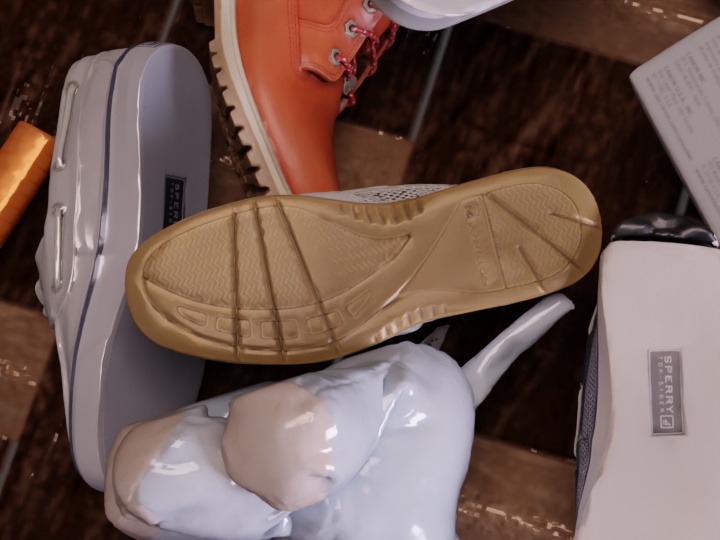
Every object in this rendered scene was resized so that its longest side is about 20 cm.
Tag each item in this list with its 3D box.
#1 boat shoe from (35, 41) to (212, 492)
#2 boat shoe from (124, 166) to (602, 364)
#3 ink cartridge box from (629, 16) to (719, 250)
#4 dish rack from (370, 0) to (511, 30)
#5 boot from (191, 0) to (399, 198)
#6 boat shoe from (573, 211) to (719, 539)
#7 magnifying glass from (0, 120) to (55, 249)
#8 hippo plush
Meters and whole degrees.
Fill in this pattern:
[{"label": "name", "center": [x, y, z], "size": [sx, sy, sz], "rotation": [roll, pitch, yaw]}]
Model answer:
[{"label": "boat shoe", "center": [-0.109, 0.000, 1.193], "size": [0.065, 0.074, 0.200], "rotation": [-2, 74, 35]}, {"label": "boat shoe", "center": [0.000, 0.000, 1.144], "size": [0.200, 0.069, 0.071], "rotation": [-7, 89, -6]}, {"label": "ink cartridge box", "center": [0.234, -0.063, 1.124], "size": [0.200, 0.047, 0.160], "rotation": [-31, 65, 12]}, {"label": "dish rack", "center": [0.041, -0.187, 1.217], "size": [0.200, 0.044, 0.172], "rotation": [-26, 68, -36]}, {"label": "boot", "center": [-0.018, -0.100, 1.213], "size": [0.107, 0.075, 0.200], "rotation": [-10, 70, -5]}, {"label": "boat shoe", "center": [0.126, 0.084, 1.129], "size": [0.075, 0.093, 0.200], "rotation": [5, 73, 6]}, {"label": "magnifying glass", "center": [-0.196, 0.021, 1.209], "size": [0.080, 0.022, 0.200], "rotation": [29, 75, 12]}, {"label": "hippo plush", "center": [-0.007, 0.121, 1.122], "size": [0.200, 0.159, 0.161], "rotation": [-16, 89, -47]}]
